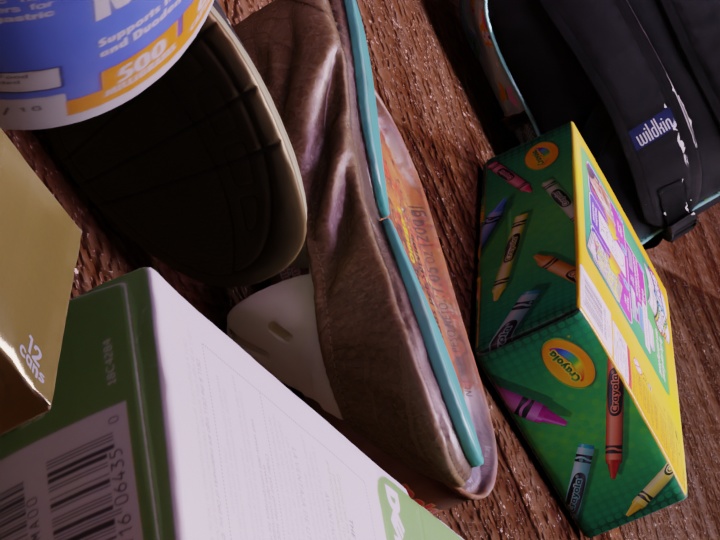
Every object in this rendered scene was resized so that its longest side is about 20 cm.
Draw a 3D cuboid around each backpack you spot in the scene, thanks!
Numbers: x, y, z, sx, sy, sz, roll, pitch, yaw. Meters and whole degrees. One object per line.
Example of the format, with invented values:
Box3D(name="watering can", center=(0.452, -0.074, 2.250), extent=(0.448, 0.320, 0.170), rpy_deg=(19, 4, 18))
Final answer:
Box3D(name="backpack", center=(0.153, -0.133, 1.185), extent=(0.201, 0.175, 0.153), rpy_deg=(61, 1, -16))

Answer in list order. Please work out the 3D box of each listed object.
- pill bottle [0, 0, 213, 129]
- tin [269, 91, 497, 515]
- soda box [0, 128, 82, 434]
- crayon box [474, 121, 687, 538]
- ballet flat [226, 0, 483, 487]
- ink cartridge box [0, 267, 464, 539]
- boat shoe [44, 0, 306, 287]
Box3D(name="pill bottle", center=(-0.082, -0.115, 0.454), extent=(0.200, 0.111, 0.113), rpy_deg=(108, -37, -74))
Box3D(name="tin", center=(0.000, 0.000, 0.788), extent=(0.112, 0.042, 0.201), rpy_deg=(43, 28, -59))
Box3D(name="soda box", center=(-0.137, -0.045, 0.397), extent=(0.200, 0.067, 0.064), rpy_deg=(55, 20, -32))
Box3D(name="crayon box", center=(0.111, 0.024, 1.042), extent=(0.119, 0.058, 0.200), rpy_deg=(58, 19, -24))
Box3D(name="ballet flat", center=(-0.015, -0.009, 0.695), extent=(0.068, 0.072, 0.201), rpy_deg=(71, 4, -62))
Box3D(name="ink cartridge box", center=(-0.023, 0.096, 0.556), extent=(0.200, 0.059, 0.105), rpy_deg=(45, 27, -49))
Box3D(name="boat shoe", center=(-0.077, -0.087, 0.623), extent=(0.201, 0.071, 0.066), rpy_deg=(53, 26, -22))
